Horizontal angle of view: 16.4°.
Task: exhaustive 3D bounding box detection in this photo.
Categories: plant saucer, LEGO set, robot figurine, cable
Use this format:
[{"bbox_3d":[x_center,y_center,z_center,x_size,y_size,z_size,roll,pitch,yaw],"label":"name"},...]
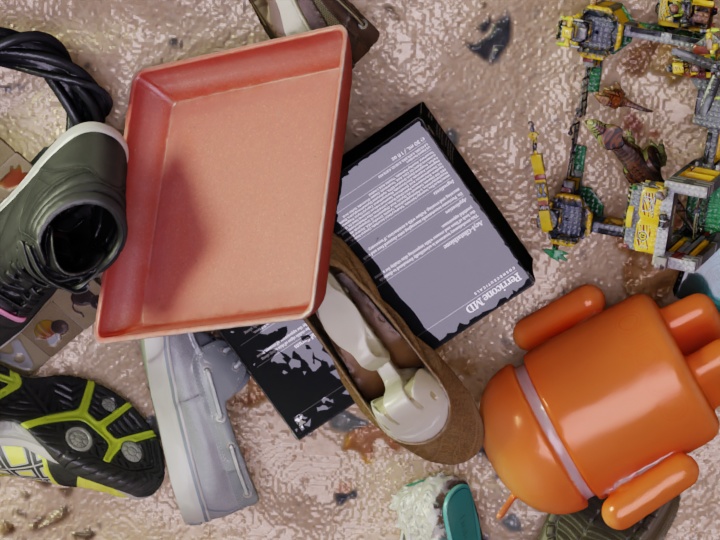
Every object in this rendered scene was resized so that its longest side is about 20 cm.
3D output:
[{"bbox_3d":[-0.084,-0.050,1.659,0.200,0.037,0.200,-8,68,41],"label":"plant saucer"},{"bbox_3d":[0.183,-0.085,1.660,0.154,0.116,0.200,20,106,14],"label":"LEGO set"},{"bbox_3d":[0.166,0.091,1.718,0.200,0.117,0.144,-29,100,6],"label":"robot figurine"},{"bbox_3d":[-0.267,-0.087,1.731,0.200,0.051,0.163,-12,106,5],"label":"cable"}]

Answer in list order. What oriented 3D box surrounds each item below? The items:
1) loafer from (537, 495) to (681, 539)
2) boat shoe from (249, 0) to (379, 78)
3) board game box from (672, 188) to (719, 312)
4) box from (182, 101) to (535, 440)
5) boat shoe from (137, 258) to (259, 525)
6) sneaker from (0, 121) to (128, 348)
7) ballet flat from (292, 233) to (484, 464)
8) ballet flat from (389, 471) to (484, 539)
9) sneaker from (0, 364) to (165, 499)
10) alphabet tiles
[{"bbox_3d":[0.159,0.213,1.774,0.076,0.067,0.200,38,90,30],"label":"loafer"},{"bbox_3d":[-0.057,-0.223,1.685,0.075,0.075,0.202,-33,106,-4],"label":"boat shoe"},{"bbox_3d":[0.312,-0.054,1.720,0.135,0.028,0.200,18,104,-1],"label":"board game box"},{"bbox_3d":[0.000,0.000,1.725,0.200,0.079,0.141,-33,98,10],"label":"box"},{"bbox_3d":[-0.113,0.079,1.761,0.071,0.070,0.201,-13,106,-6],"label":"boat shoe"},{"bbox_3d":[-0.223,-0.002,1.688,0.071,0.099,0.200,30,112,-22],"label":"sneaker"},{"bbox_3d":[0.012,0.058,1.663,0.068,0.072,0.200,-33,101,9],"label":"ballet flat"},{"bbox_3d":[0.066,0.238,1.794,0.072,0.072,0.200,-11,101,6],"label":"ballet flat"},{"bbox_3d":[-0.235,0.116,1.780,0.200,0.075,0.076,22,137,-7],"label":"sneaker"},{"bbox_3d":[-0.274,-0.010,1.740,0.166,0.006,0.200,-40,116,16],"label":"alphabet tiles"}]
